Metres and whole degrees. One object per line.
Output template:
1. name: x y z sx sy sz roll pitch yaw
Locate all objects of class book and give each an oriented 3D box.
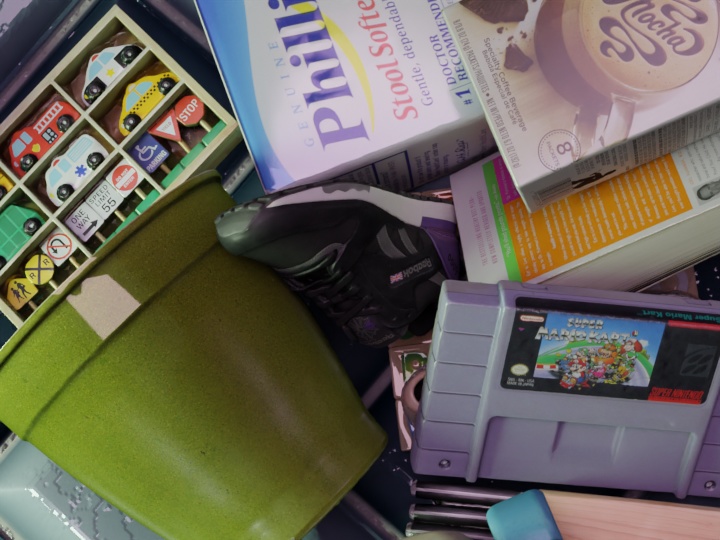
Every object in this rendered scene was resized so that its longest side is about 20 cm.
1. book: 0.154 -0.052 0.885 0.200 0.048 0.134 -26 43 17

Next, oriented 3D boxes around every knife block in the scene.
1. knife block: 0.135 0.157 0.893 0.200 0.064 0.176 -40 78 1

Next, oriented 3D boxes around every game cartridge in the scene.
1. game cartridge: 0.136 0.071 0.864 0.199 0.130 0.038 5 36 -6

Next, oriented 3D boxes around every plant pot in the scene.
1. plant pot: -0.091 0.078 0.891 0.200 0.200 0.193 -45 89 -1

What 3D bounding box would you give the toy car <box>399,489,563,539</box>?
1. toy car: 0.056 0.252 0.792 0.184 0.177 0.201 -24 97 2

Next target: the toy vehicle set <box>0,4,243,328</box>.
1. toy vehicle set: -0.188 -0.064 1.002 0.124 0.027 0.200 43 89 13

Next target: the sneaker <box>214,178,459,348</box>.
1. sneaker: 0.000 0.000 0.873 0.076 0.200 0.088 -16 78 38

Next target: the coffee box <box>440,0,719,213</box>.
1. coffee box: 0.161 -0.127 0.821 0.199 0.080 0.113 -24 78 8

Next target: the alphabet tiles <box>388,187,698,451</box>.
1. alphabet tiles: 0.114 0.020 0.951 0.199 0.008 0.168 -8 78 8

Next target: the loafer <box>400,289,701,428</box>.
1. loafer: 0.121 0.059 0.907 0.199 0.063 0.072 -18 77 5

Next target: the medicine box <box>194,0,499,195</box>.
1. medicine box: 0.010 -0.149 0.944 0.199 0.103 0.183 -21 77 0
